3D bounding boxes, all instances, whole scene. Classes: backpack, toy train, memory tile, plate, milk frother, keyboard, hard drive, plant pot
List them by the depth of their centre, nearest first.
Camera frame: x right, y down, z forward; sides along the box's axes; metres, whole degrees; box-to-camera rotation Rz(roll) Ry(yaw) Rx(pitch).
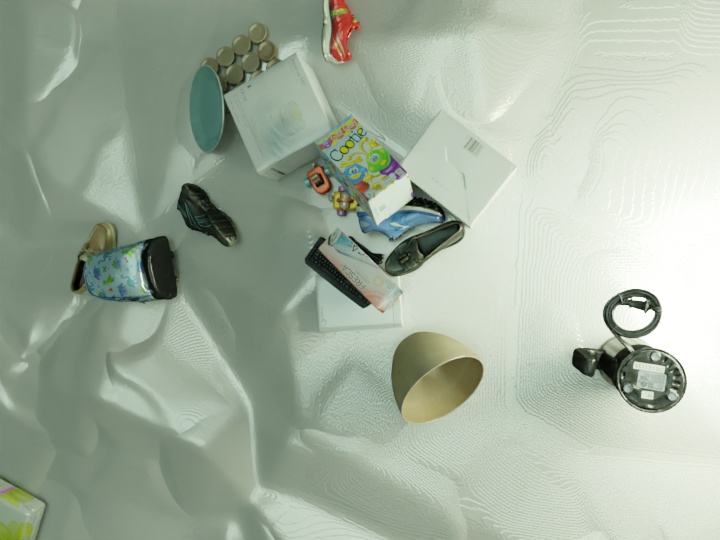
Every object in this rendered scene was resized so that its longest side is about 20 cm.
[{"bbox_3d":[0.529,0.143,1.064,0.180,0.188,0.201,26,96,11],"label":"milk frother"},{"bbox_3d":[0.144,0.210,1.175,0.200,0.200,0.135,-45,46,10],"label":"plant pot"},{"bbox_3d":[-0.032,-0.212,1.260,0.199,0.056,0.151,-23,86,13],"label":"toy train"},{"bbox_3d":[-0.025,-0.015,1.261,0.200,0.021,0.127,36,87,19],"label":"keyboard"},{"bbox_3d":[-0.004,0.070,1.273,0.198,0.027,0.133,-5,90,14],"label":"hard drive"},{"bbox_3d":[-0.360,-0.383,1.306,0.200,0.025,0.202,15,109,50],"label":"plate"},{"bbox_3d":[-0.286,-0.491,1.336,0.199,0.017,0.154,-29,84,12],"label":"memory tile"},{"bbox_3d":[-0.578,0.007,1.361,0.199,0.154,0.164,-3,97,26],"label":"backpack"}]

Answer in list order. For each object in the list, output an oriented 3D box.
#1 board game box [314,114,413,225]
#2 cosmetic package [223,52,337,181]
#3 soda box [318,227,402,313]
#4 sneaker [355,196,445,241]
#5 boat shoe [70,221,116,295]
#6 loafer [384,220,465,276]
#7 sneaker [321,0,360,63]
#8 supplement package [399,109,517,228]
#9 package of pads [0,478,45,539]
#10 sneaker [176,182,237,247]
[{"bbox_3d":[0.008,-0.215,1.167,0.103,0.105,0.200,-37,65,-5],"label":"board game box"},{"bbox_3d":[-0.171,-0.347,1.257,0.199,0.123,0.200,-26,85,11],"label":"cosmetic package"},{"bbox_3d":[0.000,0.000,1.208,0.068,0.064,0.200,-46,71,1],"label":"soda box"},{"bbox_3d":[0.091,-0.114,1.231,0.198,0.079,0.090,0,113,8],"label":"sneaker"},{"bbox_3d":[-0.692,-0.029,1.414,0.074,0.066,0.201,18,95,12],"label":"boat shoe"},{"bbox_3d":[0.138,-0.055,1.207,0.199,0.063,0.072,-31,80,4],"label":"loafer"},{"bbox_3d":[-0.042,-0.578,1.256,0.084,0.077,0.202,3,99,2],"label":"sneaker"},{"bbox_3d":[0.207,-0.213,1.174,0.200,0.111,0.156,40,100,9],"label":"supplement package"},{"bbox_3d":[-0.969,0.668,1.492,0.199,0.068,0.155,22,97,11],"label":"package of pads"},{"bbox_3d":[-0.377,-0.123,1.345,0.200,0.075,0.079,48,114,15],"label":"sneaker"}]
